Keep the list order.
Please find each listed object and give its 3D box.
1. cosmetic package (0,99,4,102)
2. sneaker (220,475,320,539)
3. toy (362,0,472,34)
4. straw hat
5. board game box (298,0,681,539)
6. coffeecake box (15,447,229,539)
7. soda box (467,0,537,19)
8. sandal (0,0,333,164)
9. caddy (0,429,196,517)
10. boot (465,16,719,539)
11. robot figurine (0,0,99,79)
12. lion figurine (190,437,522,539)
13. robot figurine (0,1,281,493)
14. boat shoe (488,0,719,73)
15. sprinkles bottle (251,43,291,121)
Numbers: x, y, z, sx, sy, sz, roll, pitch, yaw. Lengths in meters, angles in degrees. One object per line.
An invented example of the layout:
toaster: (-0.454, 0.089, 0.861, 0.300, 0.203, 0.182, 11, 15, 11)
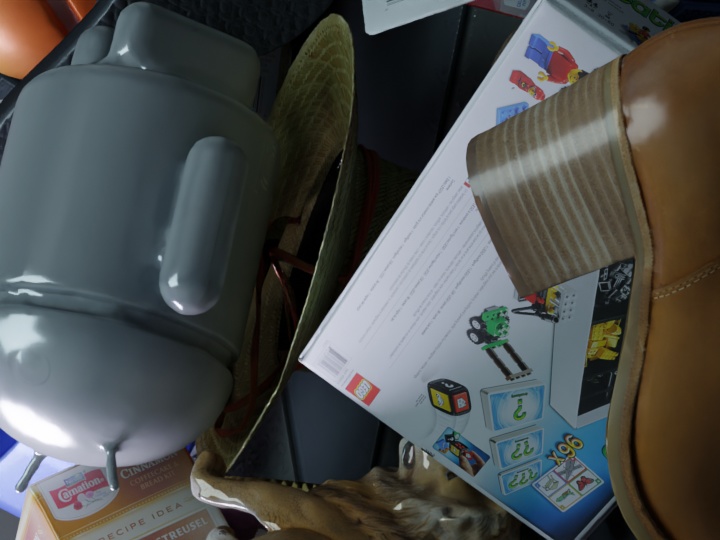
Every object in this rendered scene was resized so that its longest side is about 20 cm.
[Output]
cosmetic package: (-0.150, -0.019, 1.014, 0.200, 0.085, 0.108, 3, 67, 29)
sneaker: (-0.016, 0.139, 0.917, 0.200, 0.075, 0.090, -9, 71, 63)
toy: (0.092, -0.154, 0.734, 0.200, 0.047, 0.115, -14, 66, 21)
straw hat: (0.000, 0.000, 0.891, 0.201, 0.085, 0.201, -164, 90, -76)
board game box: (0.073, 0.002, 0.723, 0.200, 0.126, 0.035, -56, -2, 43)
coffeecake box: (-0.077, 0.190, 0.921, 0.200, 0.073, 0.154, 59, 156, 17)
soda box: (0.070, -0.199, 0.796, 0.063, 0.070, 0.200, -53, -23, -73)
sandal: (-0.089, -0.109, 0.938, 0.200, 0.076, 0.043, -38, 27, 4)
caddy: (-0.127, 0.070, 1.122, 0.200, 0.105, 0.141, -39, 27, 54)
boot: (0.141, 0.010, 0.629, 0.155, 0.200, 0.077, -20, 19, 22)
robot figurine: (-0.125, -0.167, 0.980, 0.117, 0.200, 0.144, 55, 177, 33)
lion figurine: (-0.036, 0.117, 0.766, 0.122, 0.200, 0.073, 15, 120, 32)
robot figurine: (-0.098, -0.006, 0.863, 0.170, 0.113, 0.200, -18, 56, 60)
boat shoe: (0.079, -0.061, 0.770, 0.200, 0.072, 0.072, -53, 40, 46)
sprinkles bottle: (-0.067, -0.120, 1.072, 0.068, 0.068, 0.200, 9, 93, 63)
